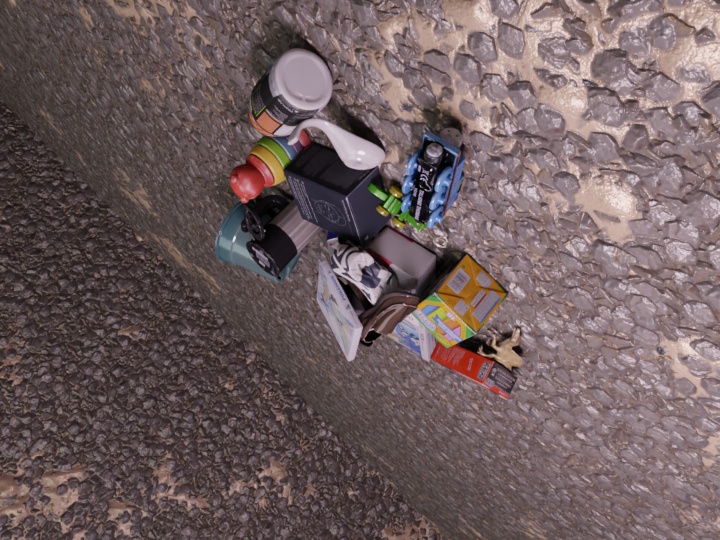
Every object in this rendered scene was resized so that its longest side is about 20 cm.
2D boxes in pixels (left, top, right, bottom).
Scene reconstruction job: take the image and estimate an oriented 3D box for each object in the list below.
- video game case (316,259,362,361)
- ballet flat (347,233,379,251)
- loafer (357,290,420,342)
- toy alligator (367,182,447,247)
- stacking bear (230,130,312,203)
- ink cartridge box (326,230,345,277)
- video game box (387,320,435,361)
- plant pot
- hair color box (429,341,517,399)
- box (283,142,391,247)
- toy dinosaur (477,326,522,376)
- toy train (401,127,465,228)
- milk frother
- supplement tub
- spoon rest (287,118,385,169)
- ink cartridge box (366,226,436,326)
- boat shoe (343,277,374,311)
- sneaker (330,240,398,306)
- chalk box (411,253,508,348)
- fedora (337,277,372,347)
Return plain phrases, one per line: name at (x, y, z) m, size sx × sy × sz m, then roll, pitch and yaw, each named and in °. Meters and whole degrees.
video game case at (-0.053, 0.098, 1.458) m, size 0.184 × 0.022 × 0.201 m, roll 61°, pitch 161°, yaw 22°
ballet flat at (0.002, -0.061, 1.491) m, size 0.071 × 0.071 × 0.200 m, roll 40°, pitch 153°, yaw 7°
loafer at (0.064, 0.105, 1.346) m, size 0.072 × 0.072 × 0.200 m, roll 12°, pitch 150°, yaw -26°
toy alligator at (0.100, -0.116, 1.284) m, size 0.199 × 0.060 × 0.054 m, roll 38°, pitch -160°, yaw 2°
stacking bear at (-0.209, -0.238, 1.385) m, size 0.113 × 0.200 × 0.122 m, roll 27°, pitch 152°, yaw 32°
ink cartridge box at (-0.058, -0.078, 1.539) m, size 0.036 × 0.096 × 0.201 m, roll 3°, pitch 146°, yaw 4°
video game box at (0.112, 0.138, 1.681) m, size 0.199 × 0.047 × 0.184 m, roll 30°, pitch 150°, yaw 30°
plant pot at (-0.285, -0.074, 1.809) m, size 0.194 × 0.201 × 0.201 m, roll 28°, pitch 153°, yaw 15°
hair color box at (0.269, 0.235, 1.504) m, size 0.101 × 0.062 × 0.199 m, roll 34°, pitch 172°, yaw -31°
box at (-0.050, -0.167, 1.363) m, size 0.199 × 0.107 × 0.149 m, roll 28°, pitch 151°, yaw 34°
toy dinosaur at (0.323, 0.192, 1.416) m, size 0.100 × 0.058 × 0.201 m, roll 28°, pitch 152°, yaw 29°
toy train at (0.129, -0.162, 1.076) m, size 0.086 × 0.115 × 0.201 m, roll 32°, pitch 155°, yaw 16°
milk frother at (-0.201, -0.121, 1.580) m, size 0.180 × 0.188 × 0.200 m, roll 44°, pitch 156°, yaw -5°
supplement tub at (-0.144, -0.338, 1.217) m, size 0.123 × 0.123 × 0.199 m, roll 50°, pitch 156°, yaw -14°
spoon rest at (-0.041, -0.247, 1.210) m, size 0.198 × 0.062 × 0.099 m, roll 14°, pitch 168°, yaw -28°
ink cartridge box at (0.099, 0.017, 1.452) m, size 0.147 × 0.086 × 0.201 m, roll 33°, pitch 155°, yaw 26°
boat shoe at (0.016, 0.044, 1.464) m, size 0.201 × 0.071 × 0.076 m, roll 56°, pitch 170°, yaw -5°
sneaker at (0.000, 0.000, 1.387) m, size 0.199 × 0.080 × 0.129 m, roll 39°, pitch -179°, yaw -45°
chalk box at (0.199, 0.075, 1.342) m, size 0.124 × 0.125 × 0.200 m, roll 43°, pitch 158°, yaw 1°
fedora at (0.007, 0.091, 1.589) m, size 0.202 × 0.091 × 0.201 m, roll 57°, pitch -165°, yaw -24°
